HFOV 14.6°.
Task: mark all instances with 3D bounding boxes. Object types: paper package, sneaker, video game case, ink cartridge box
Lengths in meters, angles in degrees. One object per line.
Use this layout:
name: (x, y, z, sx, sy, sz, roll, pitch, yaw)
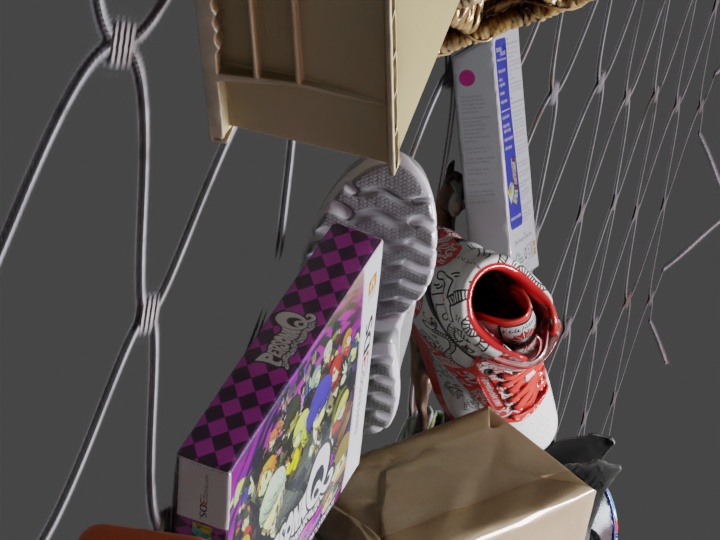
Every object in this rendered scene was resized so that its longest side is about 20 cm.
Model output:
paper package: (0.037, 0.212, 1.755, 0.190, 0.103, 0.200, -19, 133, -36)
sneaker: (0.092, 0.058, 1.785, 0.067, 0.108, 0.202, -43, 122, -18)
sneaker: (0.117, 0.197, 1.913, 0.060, 0.104, 0.200, -88, 180, -56)
video game case: (-0.047, 0.102, 1.518, 0.200, 0.036, 0.182, -56, 160, -44)
ink cartridge box: (0.090, -0.093, 1.886, 0.095, 0.037, 0.201, -29, 117, -74)
sneaker: (0.000, 0.000, 1.610, 0.082, 0.075, 0.200, -84, -175, -46)

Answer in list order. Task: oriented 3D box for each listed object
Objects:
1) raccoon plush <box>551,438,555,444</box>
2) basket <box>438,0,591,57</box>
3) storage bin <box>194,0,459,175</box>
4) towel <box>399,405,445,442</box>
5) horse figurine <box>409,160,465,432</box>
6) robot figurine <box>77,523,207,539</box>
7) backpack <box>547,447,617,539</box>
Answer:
raccoon plush: (0.100, 0.177, 2.347, 0.200, 0.134, 0.097, -110, -176, -50)
basket: (0.071, -0.165, 1.498, 0.200, 0.142, 0.149, -7, 111, -78)
storage bin: (0.001, -0.183, 1.268, 0.199, 0.093, 0.200, 87, 22, -56)
towel: (0.041, 0.219, 1.972, 0.171, 0.048, 0.200, -86, 178, -59)
horse figurine: (0.055, 0.043, 1.907, 0.133, 0.050, 0.200, -86, 171, -49)
robot figurine: (-0.116, 0.191, 1.141, 0.144, 0.117, 0.200, -47, -168, 44)
backpack: (0.115, 0.227, 2.191, 0.135, 0.182, 0.201, -57, 149, -81)
